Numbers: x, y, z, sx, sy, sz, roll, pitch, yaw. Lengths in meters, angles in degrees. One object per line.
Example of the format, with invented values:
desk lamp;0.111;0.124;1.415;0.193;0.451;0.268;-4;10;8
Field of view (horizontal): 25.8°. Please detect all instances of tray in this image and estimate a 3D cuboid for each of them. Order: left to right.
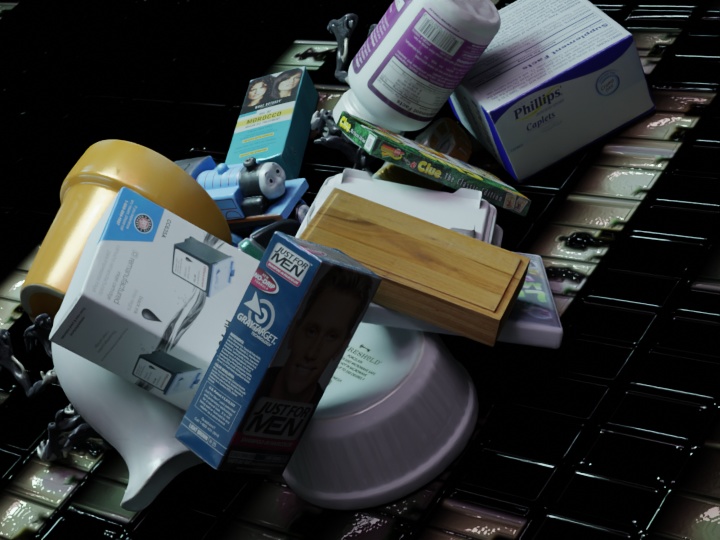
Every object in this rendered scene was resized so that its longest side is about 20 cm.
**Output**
tray;0.047;-0.006;1.438;0.198;0.037;0.099;20;40;12

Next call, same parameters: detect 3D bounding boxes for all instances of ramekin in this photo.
ramekin;0.002;0.118;1.467;0.200;0.095;0.203;-17;35;12

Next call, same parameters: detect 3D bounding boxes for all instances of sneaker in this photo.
sneaker;-0.142;0.014;1.697;0.200;0.074;0.087;-46;28;-6
sneaker;0.047;-0.089;1.737;0.087;0.076;0.200;-30;9;48

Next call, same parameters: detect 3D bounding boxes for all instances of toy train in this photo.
toy train;-0.147;-0.073;1.791;0.198;0.115;0.087;-4;39;36

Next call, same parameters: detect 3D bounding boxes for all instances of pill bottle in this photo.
pill bottle;0.056;-0.226;1.724;0.200;0.112;0.113;-52;23;28

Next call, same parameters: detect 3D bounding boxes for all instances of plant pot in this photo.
plant pot;-0.269;-0.007;1.720;0.199;0.201;0.184;6;49;37

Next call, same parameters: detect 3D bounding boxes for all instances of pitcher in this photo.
pitcher;-0.198;0.107;1.534;0.170;0.121;0.201;-25;74;-16

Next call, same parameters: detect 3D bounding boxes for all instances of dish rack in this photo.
dish rack;0.044;-0.052;1.565;0.198;0.044;0.172;10;24;5

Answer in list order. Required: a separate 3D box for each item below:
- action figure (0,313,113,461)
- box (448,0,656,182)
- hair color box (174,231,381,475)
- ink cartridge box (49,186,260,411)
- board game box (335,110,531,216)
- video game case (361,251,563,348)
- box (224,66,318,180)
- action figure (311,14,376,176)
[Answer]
action figure;-0.295;0.134;1.636;0.119;0.103;0.200;-36;61;-30
box;0.202;-0.218;1.781;0.183;0.106;0.200;-28;33;-3
hair color box;-0.070;0.075;1.361;0.060;0.100;0.202;31;99;32
ink cartridge box;-0.170;0.038;1.473;0.086;0.199;0.147;-48;21;43
board game box;0.077;-0.112;1.655;0.024;0.198;0.105;-63;29;13
video game case;0.086;0.015;1.504;0.198;0.024;0.182;8;23;-4
box;-0.110;-0.175;1.971;0.081;0.049;0.201;-13;36;17
action figure;0.003;-0.194;1.868;0.117;0.102;0.202;3;77;-5
